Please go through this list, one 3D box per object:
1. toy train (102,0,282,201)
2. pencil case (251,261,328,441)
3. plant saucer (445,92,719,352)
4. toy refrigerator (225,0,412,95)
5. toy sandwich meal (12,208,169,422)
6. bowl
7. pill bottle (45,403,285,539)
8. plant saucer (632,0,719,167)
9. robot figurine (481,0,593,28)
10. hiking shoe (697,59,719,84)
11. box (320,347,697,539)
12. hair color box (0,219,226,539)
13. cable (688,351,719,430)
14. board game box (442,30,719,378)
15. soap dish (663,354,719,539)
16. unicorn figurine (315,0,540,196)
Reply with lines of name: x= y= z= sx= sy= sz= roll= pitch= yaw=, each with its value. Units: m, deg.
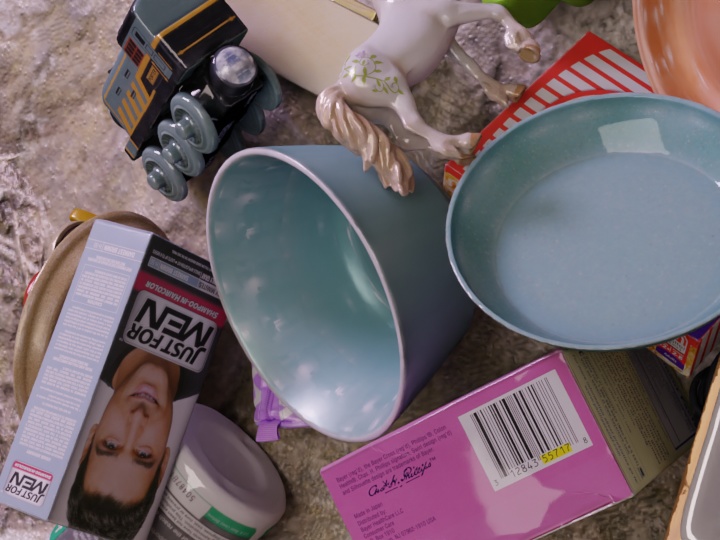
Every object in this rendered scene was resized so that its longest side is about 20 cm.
toy train: x=-0.125 y=-0.127 z=1.372 sx=0.085 sy=0.200 sz=0.114 roll=-36 pitch=87 yaw=-24
pencil case: x=-0.046 y=0.016 z=1.376 sx=0.084 sy=0.085 sz=0.200 roll=-11 pitch=86 yaw=35
plant saucer: x=0.152 y=-0.023 z=1.165 sx=0.200 sy=0.036 sz=0.200 roll=-8 pitch=49 yaw=9
toy refrigerator: x=-0.055 y=-0.181 z=1.389 sx=0.200 sy=0.076 sz=0.070 roll=30 pitch=102 yaw=23
toy sandwich meal: x=-0.194 y=0.050 z=1.394 sx=0.070 sy=0.205 sz=0.206 roll=13 pitch=95 yaw=31
bowl: x=0.000 y=0.000 z=1.268 sx=0.201 sy=0.105 sz=0.201 roll=32 pitch=135 yaw=40
pill bottle: x=-0.157 y=0.200 z=1.411 sx=0.200 sy=0.113 sz=0.113 roll=-46 pitch=72 yaw=17
plant saucer: x=0.243 y=-0.154 z=1.165 sx=0.200 sy=0.037 sz=0.200 roll=28 pitch=125 yaw=49
robot figurine: x=0.142 y=-0.254 z=1.274 sx=0.175 sy=0.116 sz=0.200 roll=45 pitch=107 yaw=24
hiking shoe: x=0.294 y=-0.175 z=1.223 sx=0.087 sy=0.074 sz=0.200 roll=39 pitch=116 yaw=32
box: x=0.102 y=0.114 z=1.238 sx=0.176 sy=0.200 sz=0.097 roll=-28 pitch=84 yaw=23
hair color box: x=-0.163 y=0.077 z=1.319 sx=0.061 sy=0.099 sz=0.200 roll=14 pitch=81 yaw=39
cable: x=0.304 y=0.087 z=1.230 sx=0.200 sy=0.051 sz=0.163 roll=17 pitch=96 yaw=25
board game box: x=0.176 y=-0.046 z=1.249 sx=0.200 sy=0.046 sz=0.151 roll=36 pitch=63 yaw=21
soap dish: x=0.299 y=0.123 z=1.165 sx=0.200 sy=0.081 sz=0.158 roll=17 pitch=92 yaw=21
unicorn figurine: x=0.038 y=-0.140 z=1.243 sx=0.137 sy=0.200 sz=0.074 roll=32 pitch=132 yaw=9
